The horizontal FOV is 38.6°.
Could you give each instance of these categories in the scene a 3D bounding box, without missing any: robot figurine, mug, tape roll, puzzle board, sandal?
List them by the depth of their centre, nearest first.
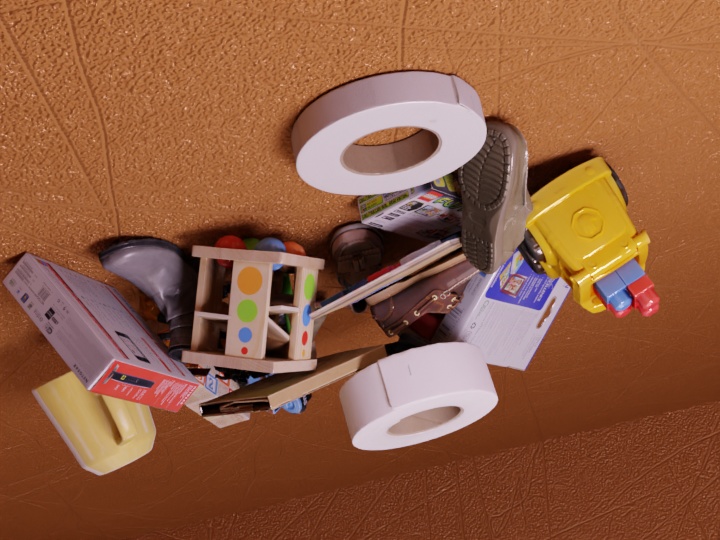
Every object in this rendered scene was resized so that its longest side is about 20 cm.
[{"bbox_3d":[0.029,-0.137,1.057,0.202,0.037,0.203,-9,159,-4],"label":"tape roll"},{"bbox_3d":[0.045,0.002,1.271,0.200,0.017,0.151,-28,177,21],"label":"puzzle board"},{"bbox_3d":[0.075,0.167,1.345,0.202,0.071,0.203,-13,156,-6],"label":"tape roll"},{"bbox_3d":[-0.202,0.083,1.401,0.199,0.146,0.058,4,163,-11],"label":"robot figurine"},{"bbox_3d":[0.069,0.126,1.424,0.075,0.045,0.200,29,164,-7],"label":"sandal"},{"bbox_3d":[-0.369,0.206,1.446,0.149,0.154,0.187,-24,-178,6],"label":"mug"}]

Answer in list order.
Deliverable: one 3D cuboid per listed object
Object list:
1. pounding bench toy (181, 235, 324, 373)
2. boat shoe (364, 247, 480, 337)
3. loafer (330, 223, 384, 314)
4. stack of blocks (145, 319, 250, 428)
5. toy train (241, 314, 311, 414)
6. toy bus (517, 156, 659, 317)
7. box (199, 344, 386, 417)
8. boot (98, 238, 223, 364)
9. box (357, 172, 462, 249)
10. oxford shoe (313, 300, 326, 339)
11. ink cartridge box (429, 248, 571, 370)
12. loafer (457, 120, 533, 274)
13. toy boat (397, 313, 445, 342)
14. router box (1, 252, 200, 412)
[{"bbox_3d":[-0.113,0.040,1.281,0.124,0.157,0.200,5,178,22],"label":"pounding bench toy"},{"bbox_3d":[0.100,0.024,1.346,0.200,0.070,0.070,-28,-179,33],"label":"boat shoe"},{"bbox_3d":[0.000,0.000,1.372,0.072,0.063,0.200,-9,160,-3],"label":"loafer"},{"bbox_3d":[-0.244,0.140,1.549,0.058,0.115,0.200,-19,140,23],"label":"stack of blocks"},{"bbox_3d":[-0.128,0.128,1.525,0.114,0.087,0.201,14,131,28],"label":"toy train"},{"bbox_3d":[0.290,-0.015,1.256,0.136,0.192,0.200,-34,160,1],"label":"toy bus"},{"bbox_3d":[-0.087,0.143,1.328,0.200,0.021,0.163,-20,-176,-41],"label":"box"},{"bbox_3d":[-0.235,0.042,1.267,0.070,0.132,0.200,-21,158,29],"label":"boot"},{"bbox_3d":[0.102,-0.074,1.265,0.110,0.035,0.200,-25,155,35],"label":"box"},{"bbox_3d":[-0.090,0.102,1.587,0.071,0.074,0.200,-3,159,-19],"label":"oxford shoe"},{"bbox_3d":[0.214,0.042,1.464,0.200,0.047,0.198,14,108,-50],"label":"ink cartridge box"},{"bbox_3d":[0.154,-0.088,1.155,0.067,0.076,0.200,-33,145,-32],"label":"loafer"},{"bbox_3d":[0.123,0.041,1.503,0.200,0.131,0.131,16,118,-51],"label":"toy boat"},{"bbox_3d":[-0.311,0.078,1.243,0.049,0.200,0.179,-49,152,4],"label":"router box"}]
